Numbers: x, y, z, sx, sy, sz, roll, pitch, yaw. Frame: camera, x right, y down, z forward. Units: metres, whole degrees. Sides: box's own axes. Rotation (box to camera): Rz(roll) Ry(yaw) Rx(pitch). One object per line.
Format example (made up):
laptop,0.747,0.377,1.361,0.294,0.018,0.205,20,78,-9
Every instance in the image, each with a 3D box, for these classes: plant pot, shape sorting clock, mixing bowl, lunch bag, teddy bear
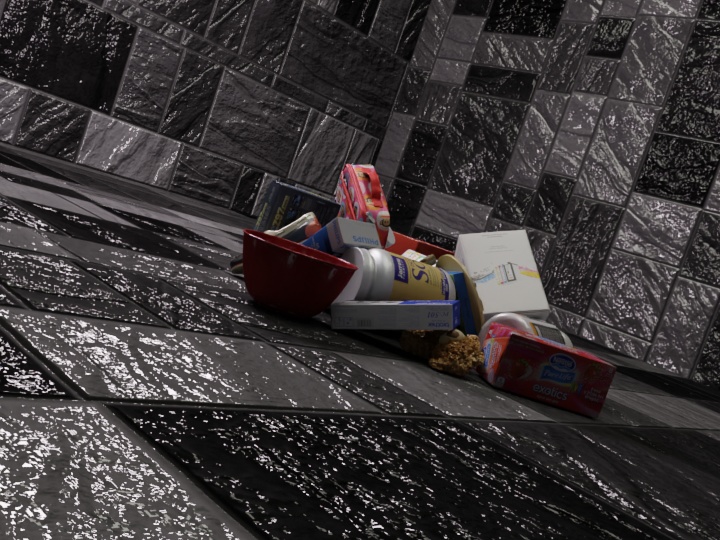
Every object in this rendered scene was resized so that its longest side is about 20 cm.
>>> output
plant pot,0.127,0.001,2.070,0.200,0.176,0.200,16,5,-45
shape sorting clock,0.193,0.066,1.505,0.039,0.200,0.200,-14,13,-12
mixing bowl,-0.114,0.014,1.271,0.200,0.108,0.200,18,4,-1
lunch bag,0.006,-0.127,1.629,0.082,0.176,0.200,1,46,-19
teddy bear,0.138,0.121,1.300,0.145,0.067,0.200,17,3,5

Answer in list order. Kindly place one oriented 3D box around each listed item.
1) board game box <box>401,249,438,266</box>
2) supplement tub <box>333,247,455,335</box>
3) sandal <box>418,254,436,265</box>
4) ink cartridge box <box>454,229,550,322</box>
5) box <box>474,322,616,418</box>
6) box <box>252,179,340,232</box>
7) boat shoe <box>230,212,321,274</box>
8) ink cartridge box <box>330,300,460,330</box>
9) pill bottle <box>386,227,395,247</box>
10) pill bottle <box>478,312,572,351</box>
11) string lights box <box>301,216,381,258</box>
board game box,0.173,0.054,1.753,0.134,0.034,0.200,25,-33,56
supplement tub,0.059,0.042,1.431,0.200,0.145,0.145,17,5,-27
sandal,0.095,0.042,1.575,0.054,0.200,0.080,50,37,7
ink cartridge box,0.280,0.042,1.577,0.145,0.200,0.147,-4,-34,-6
box,0.307,0.165,1.290,0.200,0.096,0.100,18,4,-11
box,-0.147,-0.073,1.620,0.158,0.200,0.051,15,9,-38
boat shoe,-0.169,-0.052,1.519,0.200,0.063,0.071,-24,-9,-10
ink cartridge box,0.059,0.073,1.272,0.200,0.044,0.094,0,1,14
pill bottle,-0.024,-0.047,1.785,0.112,0.200,0.112,49,23,-28
pill bottle,0.315,0.146,1.445,0.116,0.116,0.200,23,5,40
string lights box,-0.065,-0.025,1.494,0.103,0.059,0.200,8,-32,-44
